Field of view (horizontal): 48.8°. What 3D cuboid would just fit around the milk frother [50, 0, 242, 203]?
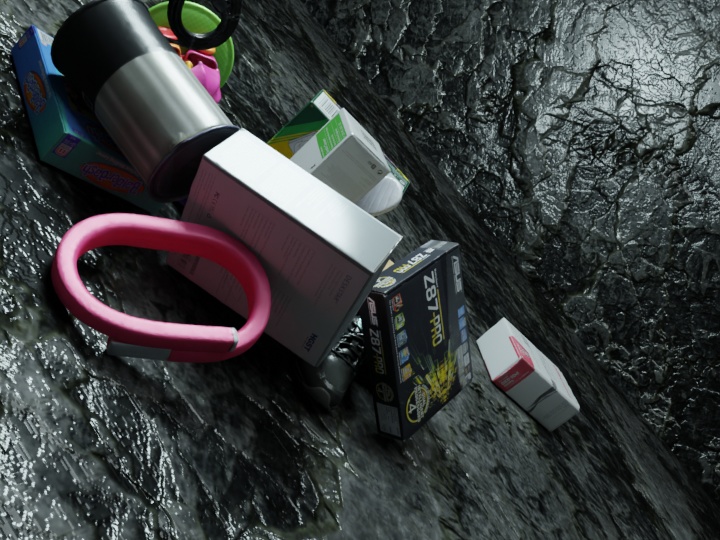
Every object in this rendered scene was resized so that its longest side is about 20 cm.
[{"bbox_3d":[-0.181,-0.204,0.845,0.188,0.200,0.180,52,13,11],"label":"milk frother"}]

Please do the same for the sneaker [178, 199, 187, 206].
[{"bbox_3d":[-0.149,-0.052,0.939,0.200,0.083,0.081,36,-38,36],"label":"sneaker"}]

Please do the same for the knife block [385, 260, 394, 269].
[{"bbox_3d":[0.000,0.000,1.114,0.176,0.064,0.200,56,-13,10],"label":"knife block"}]

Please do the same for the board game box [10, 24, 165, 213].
[{"bbox_3d":[-0.300,-0.169,0.891,0.152,0.045,0.200,30,24,-50],"label":"board game box"}]

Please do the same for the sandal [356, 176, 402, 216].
[{"bbox_3d":[-0.024,-0.092,1.203,0.059,0.206,0.079,32,57,-58],"label":"sandal"}]

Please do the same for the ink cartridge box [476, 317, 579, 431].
[{"bbox_3d":[0.342,0.213,1.624,0.200,0.085,0.146,39,19,-24],"label":"ink cartridge box"}]

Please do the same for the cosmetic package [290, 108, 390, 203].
[{"bbox_3d":[-0.062,-0.116,1.112,0.085,0.200,0.108,42,15,-28],"label":"cosmetic package"}]

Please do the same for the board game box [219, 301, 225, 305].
[{"bbox_3d":[-0.087,0.012,0.975,0.135,0.035,0.200,24,21,-7],"label":"board game box"}]

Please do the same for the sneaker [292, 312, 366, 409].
[{"bbox_3d":[-0.026,0.092,0.955,0.075,0.079,0.200,45,18,-12],"label":"sneaker"}]

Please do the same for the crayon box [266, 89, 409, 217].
[{"bbox_3d":[-0.053,-0.153,1.257,0.200,0.172,0.058,45,36,-12],"label":"crayon box"}]

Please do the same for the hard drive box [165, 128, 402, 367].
[{"bbox_3d":[-0.083,-0.020,0.815,0.200,0.156,0.077,35,40,4],"label":"hard drive box"}]

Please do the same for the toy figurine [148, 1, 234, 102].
[{"bbox_3d":[-0.258,-0.267,1.053,0.199,0.150,0.184,15,28,-24],"label":"toy figurine"}]

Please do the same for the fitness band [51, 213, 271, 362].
[{"bbox_3d":[-0.174,0.013,0.716,0.199,0.037,0.144,9,48,-30],"label":"fitness band"}]

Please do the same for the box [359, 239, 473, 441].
[{"bbox_3d":[0.071,0.083,0.978,0.161,0.049,0.201,-32,121,-46],"label":"box"}]
